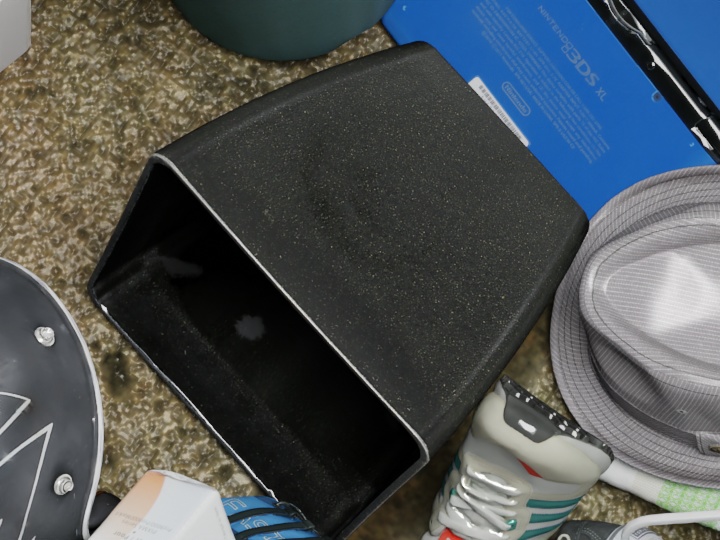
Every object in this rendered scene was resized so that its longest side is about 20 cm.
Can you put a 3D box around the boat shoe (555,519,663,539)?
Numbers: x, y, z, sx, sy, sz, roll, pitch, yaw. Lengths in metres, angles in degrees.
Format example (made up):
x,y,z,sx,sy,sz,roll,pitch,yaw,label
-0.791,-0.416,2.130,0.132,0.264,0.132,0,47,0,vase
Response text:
x,y,z,sx,sy,sz,roll,pitch,yaw,label
0.113,0.231,1.321,0.057,0.069,0.200,12,81,32,boat shoe

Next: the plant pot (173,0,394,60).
x,y,z,sx,sy,sz,roll,pitch,yaw,label
-0.048,-0.214,1.318,0.200,0.196,0.201,-1,75,2,plant pot

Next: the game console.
x,y,z,sx,sy,sz,roll,pitch,yaw,label
0.141,-0.132,1.427,0.171,0.118,0.200,-39,83,17,game console

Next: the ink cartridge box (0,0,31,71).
x,y,z,sx,sy,sz,roll,pitch,yaw,label
-0.289,-0.171,1.322,0.129,0.125,0.200,-42,86,-14,ink cartridge box

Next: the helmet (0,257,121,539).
x,y,z,sx,sy,sz,roll,pitch,yaw,label
-0.210,0.088,1.193,0.199,0.191,0.201,-3,75,11,helmet

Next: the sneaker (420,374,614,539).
x,y,z,sx,sy,sz,roll,pitch,yaw,label
0.075,0.119,1.270,0.070,0.200,0.093,34,81,9,sneaker

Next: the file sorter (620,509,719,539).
x,y,z,sx,sy,sz,roll,pitch,yaw,label
0.192,0.231,1.207,0.138,0.125,0.200,-6,49,21,file sorter

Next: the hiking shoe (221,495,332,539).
x,y,z,sx,sy,sz,roll,pitch,yaw,label
-0.035,0.152,1.278,0.200,0.075,0.087,9,41,13,hiking shoe

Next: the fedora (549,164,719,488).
x,y,z,sx,sy,sz,roll,pitch,yaw,label
0.184,0.023,1.298,0.200,0.090,0.177,15,84,22,fedora

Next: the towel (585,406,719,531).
x,y,z,sx,sy,sz,roll,pitch,yaw,label
0.232,0.080,1.339,0.200,0.031,0.149,22,76,29,towel

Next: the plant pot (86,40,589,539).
x,y,z,sx,sy,sz,roll,pitch,yaw,label
0.000,0.000,1.298,0.177,0.200,0.200,-40,84,-27,plant pot

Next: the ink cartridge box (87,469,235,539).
x,y,z,sx,sy,sz,roll,pitch,yaw,label
-0.118,0.220,1.168,0.050,0.162,0.200,15,46,35,ink cartridge box
